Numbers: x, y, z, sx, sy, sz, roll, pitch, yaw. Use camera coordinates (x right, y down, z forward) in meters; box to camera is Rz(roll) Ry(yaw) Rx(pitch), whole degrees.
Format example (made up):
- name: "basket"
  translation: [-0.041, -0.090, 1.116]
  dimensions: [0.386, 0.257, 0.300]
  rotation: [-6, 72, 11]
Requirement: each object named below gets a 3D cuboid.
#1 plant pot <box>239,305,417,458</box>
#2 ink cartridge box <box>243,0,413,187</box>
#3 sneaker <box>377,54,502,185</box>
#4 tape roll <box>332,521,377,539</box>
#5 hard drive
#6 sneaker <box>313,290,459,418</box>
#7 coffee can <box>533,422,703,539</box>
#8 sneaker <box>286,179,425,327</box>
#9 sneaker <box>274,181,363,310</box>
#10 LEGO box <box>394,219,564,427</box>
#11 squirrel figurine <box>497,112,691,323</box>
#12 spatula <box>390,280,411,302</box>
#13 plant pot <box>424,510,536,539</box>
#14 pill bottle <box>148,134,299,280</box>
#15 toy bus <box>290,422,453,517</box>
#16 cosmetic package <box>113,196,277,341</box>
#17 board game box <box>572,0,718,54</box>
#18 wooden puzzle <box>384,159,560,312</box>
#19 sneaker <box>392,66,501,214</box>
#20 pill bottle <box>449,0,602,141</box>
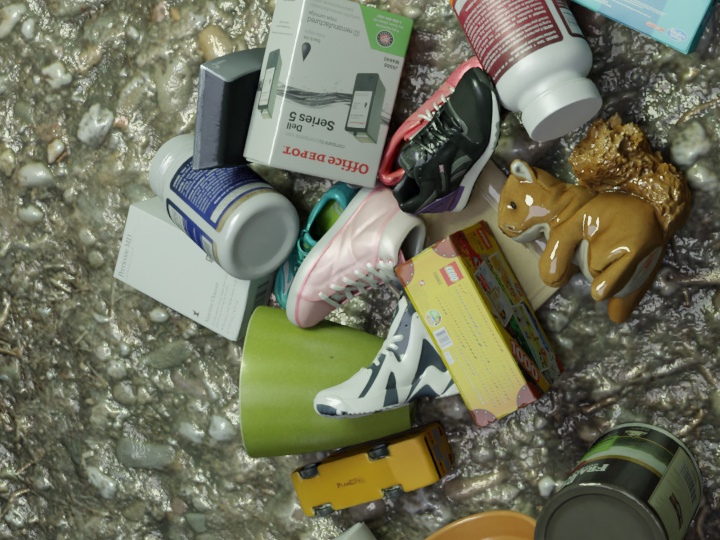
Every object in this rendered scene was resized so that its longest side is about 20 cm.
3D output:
- name: "plant pot"
  translation: [-0.032, 0.141, 1.566]
  dimensions: [0.198, 0.187, 0.189]
  rotation: [2, 104, 9]
- name: "ink cartridge box"
  translation: [-0.038, -0.208, 1.459]
  dimensions: [0.084, 0.144, 0.202]
  rotation: [24, 103, 60]
- name: "sneaker"
  translation: [0.093, -0.165, 1.467]
  dimensions: [0.074, 0.087, 0.200]
  rotation: [46, 117, 8]
- name: "tape roll"
  translation: [-0.056, 0.409, 1.615]
  dimensions: [0.202, 0.202, 0.071]
  rotation: [-41, 83, 27]
- name: "hard drive"
  translation: [-0.130, -0.191, 1.503]
  dimensions: [0.042, 0.200, 0.136]
  rotation: [14, 109, 20]
- name: "sneaker"
  translation: [0.033, 0.094, 1.466]
  dimensions: [0.197, 0.080, 0.131]
  rotation: [-12, 81, -6]
- name: "coffee can"
  translation: [0.291, 0.271, 1.413]
  dimensions: [0.145, 0.200, 0.148]
  rotation: [6, 105, 24]
- name: "sneaker"
  translation: [0.000, 0.000, 1.491]
  dimensions: [0.104, 0.075, 0.201]
  rotation: [37, 93, 30]
- name: "sneaker"
  translation: [-0.059, -0.032, 1.576]
  dimensions: [0.077, 0.080, 0.201]
  rotation: [36, 116, 13]
- name: "LEGO box"
  translation: [0.136, 0.057, 1.426]
  dimensions: [0.077, 0.149, 0.201]
  rotation: [-29, 88, 23]
- name: "squirrel figurine"
  translation: [0.253, -0.072, 1.405]
  dimensions: [0.186, 0.141, 0.201]
  rotation: [38, 100, 25]
- name: "spatula"
  translation: [0.063, 0.035, 1.522]
  dimensions: [0.056, 0.021, 0.200]
  rotation: [-42, 83, 12]
- name: "plant pot"
  translation: [0.154, 0.407, 1.529]
  dimensions: [0.198, 0.200, 0.141]
  rotation: [-14, 113, 28]
- name: "pill bottle"
  translation: [-0.174, -0.084, 1.570]
  dimensions: [0.200, 0.115, 0.117]
  rotation: [40, 118, 39]
- name: "toy bus"
  translation: [0.012, 0.253, 1.611]
  dimensions: [0.199, 0.078, 0.066]
  rotation: [-20, 94, 28]
- name: "cosmetic package"
  translation: [-0.214, -0.006, 1.656]
  dimensions: [0.198, 0.081, 0.114]
  rotation: [24, 113, 18]
- name: "board game box"
  translation: [0.323, -0.352, 1.333]
  dimensions: [0.150, 0.047, 0.202]
  rotation: [29, 113, 17]
- name: "wooden puzzle"
  translation: [0.136, -0.010, 1.517]
  dimensions: [0.185, 0.037, 0.200]
  rotation: [48, 113, 8]
- name: "sneaker"
  translation: [0.091, -0.133, 1.398]
  dimensions: [0.076, 0.087, 0.201]
  rotation: [61, 151, 35]
- name: "pill bottle"
  translation: [0.179, -0.246, 1.366]
  dimensions: [0.113, 0.113, 0.202]
  rotation: [-33, 70, 28]
